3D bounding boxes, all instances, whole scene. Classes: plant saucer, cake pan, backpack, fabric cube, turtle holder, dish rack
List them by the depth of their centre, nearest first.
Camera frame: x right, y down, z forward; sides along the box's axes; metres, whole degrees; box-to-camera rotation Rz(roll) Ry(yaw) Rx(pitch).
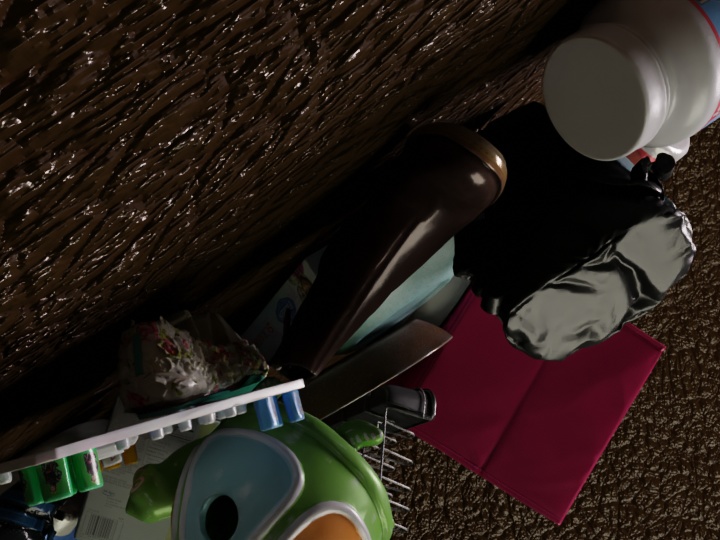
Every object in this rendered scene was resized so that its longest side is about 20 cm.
[{"bbox_3d":[-0.074,0.158,0.709,0.132,0.184,0.142,-46,161,-38],"label":"turtle holder"},{"bbox_3d":[0.139,-0.034,0.779,0.165,0.127,0.201,-29,-144,1],"label":"backpack"},{"bbox_3d":[0.023,0.023,0.887,0.200,0.039,0.201,-36,173,-5],"label":"plant saucer"},{"bbox_3d":[-0.007,0.204,0.887,0.054,0.203,0.153,22,149,-26],"label":"dish rack"},{"bbox_3d":[-0.011,0.095,0.920,0.198,0.035,0.200,-30,176,-2],"label":"plant saucer"},{"bbox_3d":[0.076,0.003,1.053,0.202,0.036,0.200,-56,-174,9],"label":"cake pan"},{"bbox_3d":[0.151,0.102,1.064,0.201,0.198,0.196,-58,-174,0],"label":"fabric cube"}]

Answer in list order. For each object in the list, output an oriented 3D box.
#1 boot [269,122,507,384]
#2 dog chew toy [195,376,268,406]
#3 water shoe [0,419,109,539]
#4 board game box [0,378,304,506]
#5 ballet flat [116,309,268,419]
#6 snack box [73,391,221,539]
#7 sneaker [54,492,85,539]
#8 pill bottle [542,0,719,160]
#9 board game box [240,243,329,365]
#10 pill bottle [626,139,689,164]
[{"bbox_3d":[0.014,0.000,0.687,0.168,0.072,0.200,-59,-171,-19],"label":"boot"},{"bbox_3d":[-0.138,0.146,0.968,0.124,0.125,0.200,-38,-179,24],"label":"dog chew toy"},{"bbox_3d":[-0.262,0.193,0.802,0.199,0.079,0.072,-32,173,-31],"label":"water shoe"},{"bbox_3d":[-0.161,0.112,0.613,0.198,0.026,0.199,-19,174,36],"label":"board game box"},{"bbox_3d":[-0.109,0.059,0.705,0.074,0.065,0.200,-16,174,6],"label":"ballet flat"},{"bbox_3d":[-0.110,0.175,0.812,0.037,0.197,0.118,-158,-94,-80],"label":"snack box"},{"bbox_3d":[-0.312,0.265,1.056,0.111,0.077,0.200,-41,169,1],"label":"sneaker"},{"bbox_3d":[0.216,-0.151,0.704,0.199,0.109,0.109,-32,173,-33],"label":"pill bottle"},{"bbox_3d":[0.000,0.000,0.957,0.198,0.041,0.200,-32,173,-31],"label":"board game box"},{"bbox_3d":[0.221,-0.106,1.046,0.200,0.111,0.110,-41,171,39],"label":"pill bottle"}]
